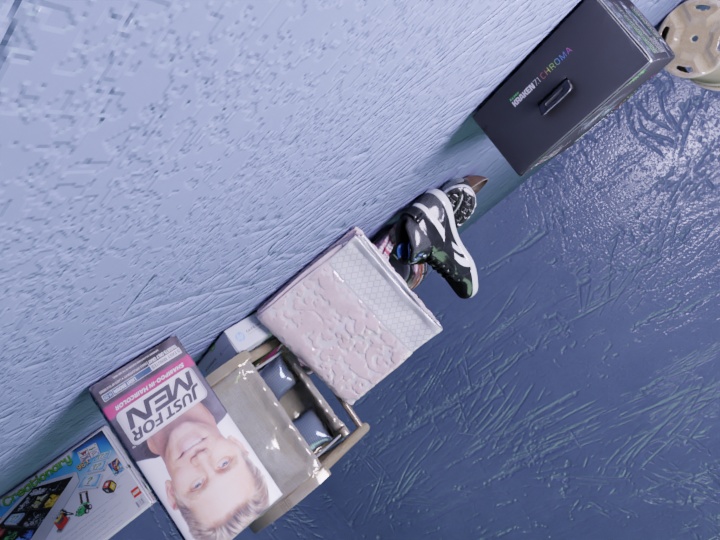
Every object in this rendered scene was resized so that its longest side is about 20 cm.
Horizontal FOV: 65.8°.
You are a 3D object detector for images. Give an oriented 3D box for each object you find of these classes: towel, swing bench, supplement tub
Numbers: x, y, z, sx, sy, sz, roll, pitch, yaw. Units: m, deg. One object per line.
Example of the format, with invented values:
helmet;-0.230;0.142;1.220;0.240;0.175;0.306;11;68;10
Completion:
towel;-0.013;0.071;0.777;0.190;0.200;0.032;-39;-163;12
swing bench;-0.120;0.212;0.792;0.129;0.200;0.200;-40;173;24
supplement tub;0.081;-0.006;1.159;0.107;0.108;0.200;-38;173;11
towel;0.000;0.000;0.916;0.146;0.030;0.200;-40;-174;22

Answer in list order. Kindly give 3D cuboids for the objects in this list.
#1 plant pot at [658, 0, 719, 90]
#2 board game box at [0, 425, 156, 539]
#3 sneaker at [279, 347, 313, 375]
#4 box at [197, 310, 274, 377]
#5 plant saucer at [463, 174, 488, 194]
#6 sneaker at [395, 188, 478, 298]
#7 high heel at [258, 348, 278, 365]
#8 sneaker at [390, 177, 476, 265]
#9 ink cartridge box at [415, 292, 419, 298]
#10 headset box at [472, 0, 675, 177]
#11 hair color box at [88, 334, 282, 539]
plant pot;0.660;-0.437;1.043;0.182;0.203;0.200;-18;164;-36
board game box;-0.392;0.320;0.734;0.199;0.127;0.035;-35;174;-19
sneaker;-0.091;0.179;1.185;0.197;0.088;0.080;3;-156;24
box;-0.178;0.117;0.872;0.155;0.041;0.200;-32;173;-44
plant saucer;0.167;-0.127;1.108;0.199;0.032;0.200;-38;175;-4
sneaker;0.115;-0.019;0.911;0.111;0.202;0.073;-35;-157;-24
high heel;-0.203;0.210;1.151;0.200;0.096;0.067;-41;173;29
sneaker;0.128;-0.083;0.987;0.200;0.074;0.080;-43;-163;30
ink cartridge box;-0.005;0.104;1.121;0.198;0.044;0.198;-8;-164;35
headset box;0.246;-0.212;0.640;0.174;0.093;0.199;-43;171;38
hair color box;-0.179;0.180;0.572;0.099;0.201;0.061;-33;173;-30
